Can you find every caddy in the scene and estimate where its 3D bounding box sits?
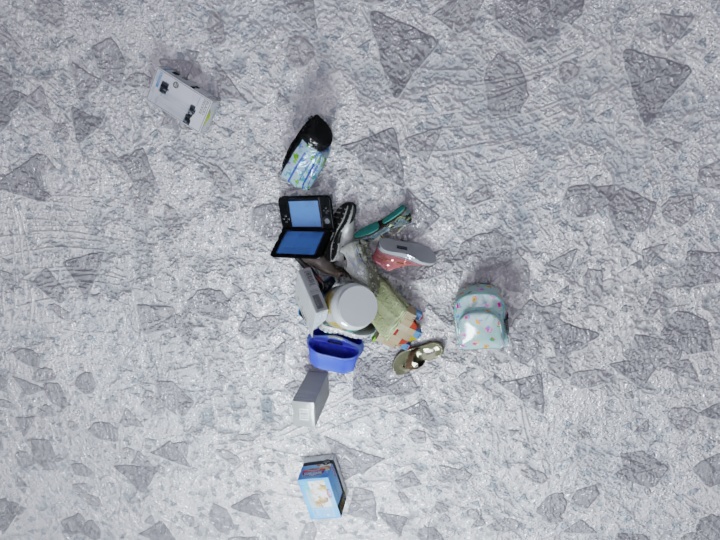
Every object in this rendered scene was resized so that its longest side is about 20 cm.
[{"bbox_3d":[-0.088,0.265,1.755,0.198,0.142,0.106,11,124,6],"label":"caddy"}]

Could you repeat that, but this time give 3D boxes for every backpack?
[{"bbox_3d":[0.381,0.151,1.626,0.174,0.153,0.202,-5,103,18],"label":"backpack"},{"bbox_3d":[-0.164,-0.342,1.544,0.200,0.164,0.154,-37,115,27],"label":"backpack"}]

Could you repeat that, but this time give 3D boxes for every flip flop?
[{"bbox_3d":[0.196,0.307,1.767,0.199,0.058,0.081,-25,104,18],"label":"flip flop"}]

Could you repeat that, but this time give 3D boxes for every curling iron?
[{"bbox_3d":[-0.173,0.002,1.686,0.200,0.025,0.050,43,145,28],"label":"curling iron"}]

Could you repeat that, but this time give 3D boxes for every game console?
[{"bbox_3d":[-0.192,-0.140,1.618,0.199,0.116,0.177,3,111,26],"label":"game console"}]

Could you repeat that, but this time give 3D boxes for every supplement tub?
[{"bbox_3d":[-0.035,0.114,1.601,0.144,0.200,0.147,1,85,-17],"label":"supplement tub"}]

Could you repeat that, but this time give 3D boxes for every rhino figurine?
[{"bbox_3d":[-0.114,-0.022,1.687,0.199,0.088,0.060,33,113,-2],"label":"rhino figurine"}]

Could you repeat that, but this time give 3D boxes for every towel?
[{"bbox_3d":[0.071,0.115,1.668,0.036,0.200,0.149,9,121,-42],"label":"towel"}]

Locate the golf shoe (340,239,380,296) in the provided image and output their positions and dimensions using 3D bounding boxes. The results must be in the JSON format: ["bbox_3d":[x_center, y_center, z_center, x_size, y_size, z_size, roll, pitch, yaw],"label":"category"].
[{"bbox_3d":[0.000,0.000,1.633,0.097,0.078,0.201,-10,108,27],"label":"golf shoe"}]

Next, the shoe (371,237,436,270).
[{"bbox_3d":[0.139,-0.042,1.646,0.199,0.072,0.091,13,143,-12],"label":"shoe"}]

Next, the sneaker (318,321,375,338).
[{"bbox_3d":[-0.042,0.174,1.744,0.198,0.078,0.092,9,111,-7],"label":"sneaker"}]

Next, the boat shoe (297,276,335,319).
[{"bbox_3d":[-0.135,0.101,1.747,0.069,0.084,0.200,47,127,12],"label":"boat shoe"}]

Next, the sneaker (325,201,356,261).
[{"bbox_3d":[-0.051,-0.124,1.656,0.074,0.080,0.201,30,107,45],"label":"sneaker"}]

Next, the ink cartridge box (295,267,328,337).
[{"bbox_3d":[-0.162,0.108,1.663,0.047,0.200,0.161,-18,65,-18],"label":"ink cartridge box"}]

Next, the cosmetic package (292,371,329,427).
[{"bbox_3d":[-0.174,0.454,1.819,0.089,0.200,0.108,2,108,8],"label":"cosmetic package"}]

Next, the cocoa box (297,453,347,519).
[{"bbox_3d":[-0.146,0.847,1.996,0.132,0.131,0.201,-10,108,14],"label":"cocoa box"}]

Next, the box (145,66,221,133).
[{"bbox_3d":[-0.552,-0.533,1.593,0.199,0.060,0.117,33,113,-3],"label":"box"}]

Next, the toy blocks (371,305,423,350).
[{"bbox_3d":[0.144,0.194,1.726,0.136,0.100,0.201,25,114,-12],"label":"toy blocks"}]

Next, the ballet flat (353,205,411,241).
[{"bbox_3d":[0.075,-0.130,1.619,0.199,0.074,0.075,-27,103,18],"label":"ballet flat"}]
